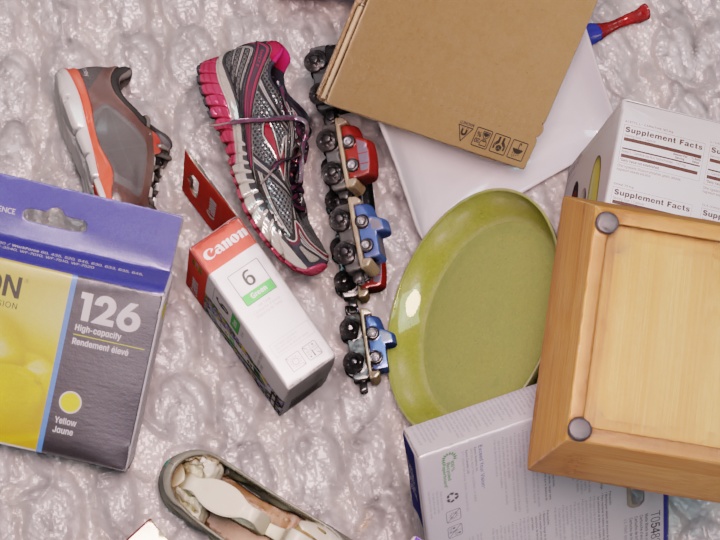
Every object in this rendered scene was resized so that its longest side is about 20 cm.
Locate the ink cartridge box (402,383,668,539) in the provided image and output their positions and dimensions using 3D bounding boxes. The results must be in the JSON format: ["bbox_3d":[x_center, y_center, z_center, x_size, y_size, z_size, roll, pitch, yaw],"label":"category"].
[{"bbox_3d":[0.137,0.170,1.457,0.198,0.201,0.041,-15,40,-10],"label":"ink cartridge box"}]

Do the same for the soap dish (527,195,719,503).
[{"bbox_3d":[0.208,0.052,1.347,0.156,0.081,0.202,10,78,-4],"label":"soap dish"}]

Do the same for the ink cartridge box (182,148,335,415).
[{"bbox_3d":[-0.099,0.011,1.504,0.050,0.109,0.201,-34,81,-14],"label":"ink cartridge box"}]

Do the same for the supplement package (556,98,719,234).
[{"bbox_3d":[0.232,0.003,1.502,0.146,0.191,0.202,14,75,-3],"label":"supplement package"}]

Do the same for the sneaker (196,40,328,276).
[{"bbox_3d":[-0.068,-0.091,1.541,0.074,0.081,0.202,-22,79,8],"label":"sneaker"}]

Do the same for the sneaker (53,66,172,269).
[{"bbox_3d":[-0.182,-0.079,1.538,0.081,0.077,0.202,-16,79,-18],"label":"sneaker"}]

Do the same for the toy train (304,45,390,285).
[{"bbox_3d":[-0.008,-0.087,1.533,0.045,0.034,0.202,-12,73,10],"label":"toy train"}]

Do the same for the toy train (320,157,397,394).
[{"bbox_3d":[0.000,0.000,1.555,0.045,0.034,0.202,-7,76,1],"label":"toy train"}]

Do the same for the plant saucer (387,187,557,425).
[{"bbox_3d":[0.095,0.036,1.496,0.031,0.199,0.202,21,71,-34],"label":"plant saucer"}]

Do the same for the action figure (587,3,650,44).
[{"bbox_3d":[0.147,-0.197,1.622,0.199,0.052,0.066,-27,85,-11],"label":"action figure"}]

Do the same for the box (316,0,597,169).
[{"bbox_3d":[0.081,-0.181,1.505,0.199,0.021,0.165,16,104,-31],"label":"box"}]

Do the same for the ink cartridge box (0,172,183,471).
[{"bbox_3d":[-0.251,0.036,1.475,0.196,0.047,0.202,12,102,-2],"label":"ink cartridge box"}]

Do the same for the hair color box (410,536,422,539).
[{"bbox_3d":[0.004,0.302,1.380,0.065,0.110,0.200,33,60,9],"label":"hair color box"}]

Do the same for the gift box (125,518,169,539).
[{"bbox_3d":[-0.137,0.300,1.387,0.200,0.185,0.187,-41,81,-8],"label":"gift box"}]

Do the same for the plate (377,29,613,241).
[{"bbox_3d":[0.100,-0.149,1.561,0.199,0.032,0.201,-30,122,-13],"label":"plate"}]

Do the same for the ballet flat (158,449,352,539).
[{"bbox_3d":[-0.070,0.205,1.481,0.199,0.064,0.068,31,74,2],"label":"ballet flat"}]
